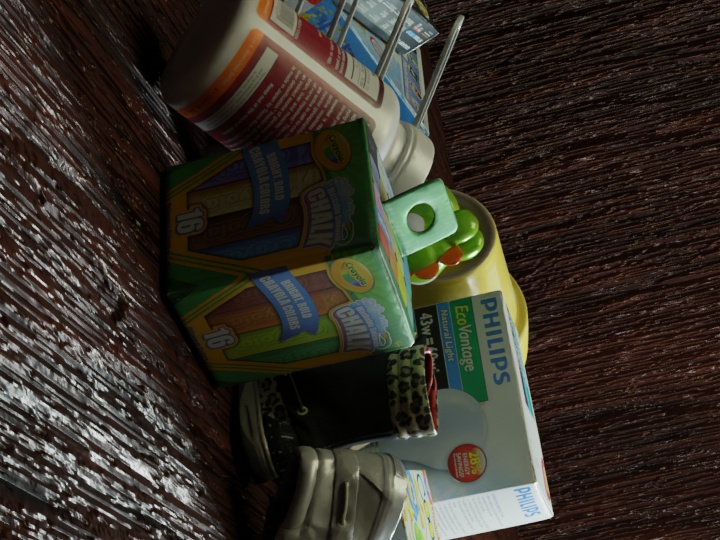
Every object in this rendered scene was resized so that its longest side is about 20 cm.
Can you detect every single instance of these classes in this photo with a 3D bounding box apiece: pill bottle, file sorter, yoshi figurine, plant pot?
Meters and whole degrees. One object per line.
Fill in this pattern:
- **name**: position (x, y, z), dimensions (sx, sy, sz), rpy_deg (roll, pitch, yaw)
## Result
- **pill bottle**: position (-0.044, -0.121, 1.277), dimensions (0.199, 0.113, 0.113), rpy_deg (36, 28, -23)
- **file sorter**: position (-0.021, -0.192, 1.409), dimensions (0.139, 0.198, 0.126), rpy_deg (-63, 177, -76)
- **yoshi figurine**: position (0.010, -0.024, 1.488), dimensions (0.112, 0.198, 0.113), rpy_deg (43, 34, -74)
- **plant pot**: position (0.078, 0.025, 1.764), dimensions (0.190, 0.198, 0.202), rpy_deg (85, 0, -50)

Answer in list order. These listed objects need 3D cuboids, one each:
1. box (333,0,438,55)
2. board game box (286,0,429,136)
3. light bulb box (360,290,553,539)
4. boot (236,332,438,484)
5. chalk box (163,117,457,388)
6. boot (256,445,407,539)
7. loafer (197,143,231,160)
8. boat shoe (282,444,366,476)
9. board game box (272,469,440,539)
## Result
- **box**: position (-0.008, -0.306, 1.584), dimensions (0.200, 0.046, 0.160), rpy_deg (23, 40, -64)
- **board game box**: position (-0.011, -0.235, 1.636), dimensions (0.196, 0.056, 0.201), rpy_deg (52, 18, -25)
- **light bulb box**: position (0.066, 0.148, 1.609), dimensions (0.125, 0.198, 0.200), rpy_deg (61, 18, -63)
- **boot**: position (-0.017, 0.073, 1.317), dimensions (0.205, 0.152, 0.074), rpy_deg (-92, 166, -50)
- **chalk box**: position (-0.029, -0.015, 1.208), dimensions (0.125, 0.198, 0.125), rpy_deg (66, 14, -49)
- **boot**: position (-0.040, 0.221, 1.249), dimensions (0.074, 0.095, 0.202), rpy_deg (-130, -125, -65)
- **loafer**: position (-0.057, -0.073, 1.388), dimensions (0.199, 0.075, 0.071), rpy_deg (-9, 103, -45)
- **boat shoe**: position (-0.028, 0.126, 1.455), dimensions (0.200, 0.072, 0.064), rpy_deg (-42, 122, -75)
- **board game box**: position (0.004, 0.227, 1.412), dimensions (0.200, 0.104, 0.104), rpy_deg (37, 41, -78)
